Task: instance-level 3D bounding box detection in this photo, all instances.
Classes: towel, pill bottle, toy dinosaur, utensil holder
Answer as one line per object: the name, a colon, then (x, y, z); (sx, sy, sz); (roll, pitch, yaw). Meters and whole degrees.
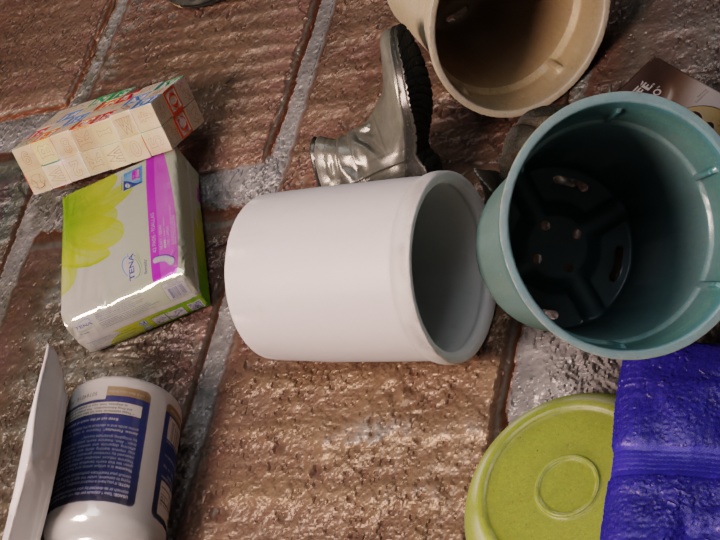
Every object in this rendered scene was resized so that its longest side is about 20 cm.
towel: (0.263, 0.140, 1.101); (0.146, 0.050, 0.201); (5, 55, 13)
pill bottle: (-0.229, 0.208, 1.326); (0.110, 0.111, 0.201); (-14, 50, 21)
toy dinosaur: (0.172, -0.119, 1.362); (0.102, 0.077, 0.201); (15, 65, 37)
utensil holder: (0.000, 0.000, 1.312); (0.199, 0.170, 0.171); (-2, 55, 31)

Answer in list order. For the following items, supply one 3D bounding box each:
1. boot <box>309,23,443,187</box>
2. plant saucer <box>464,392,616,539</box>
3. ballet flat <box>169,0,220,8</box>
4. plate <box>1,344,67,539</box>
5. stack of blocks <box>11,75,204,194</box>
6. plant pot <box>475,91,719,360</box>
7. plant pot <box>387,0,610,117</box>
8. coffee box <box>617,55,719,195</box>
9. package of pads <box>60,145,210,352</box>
boot: (0.005, -0.132, 1.413); (0.130, 0.202, 0.068); (-6, 9, 23)
plant saucer: (0.171, 0.180, 1.165); (0.199, 0.031, 0.201); (-17, 49, 20)
ballet flat: (-0.156, -0.361, 1.777); (0.199, 0.057, 0.067); (-11, 79, 30)
plate: (-0.303, 0.201, 1.329); (0.200, 0.032, 0.201); (-102, 28, -63)
stack of blocks: (-0.280, -0.159, 1.635); (0.199, 0.059, 0.115); (-14, 22, 27)
plant pot: (0.185, -0.027, 1.172); (0.200, 0.200, 0.196); (-47, 4, -10)
plant pot: (0.119, -0.280, 1.457); (0.200, 0.201, 0.184); (-40, 35, -3)
coffee box: (0.296, -0.089, 1.263); (0.113, 0.080, 0.200); (-44, 46, -5)
package of pads: (-0.246, -0.023, 1.543); (0.153, 0.068, 0.201); (-23, 46, 13)
